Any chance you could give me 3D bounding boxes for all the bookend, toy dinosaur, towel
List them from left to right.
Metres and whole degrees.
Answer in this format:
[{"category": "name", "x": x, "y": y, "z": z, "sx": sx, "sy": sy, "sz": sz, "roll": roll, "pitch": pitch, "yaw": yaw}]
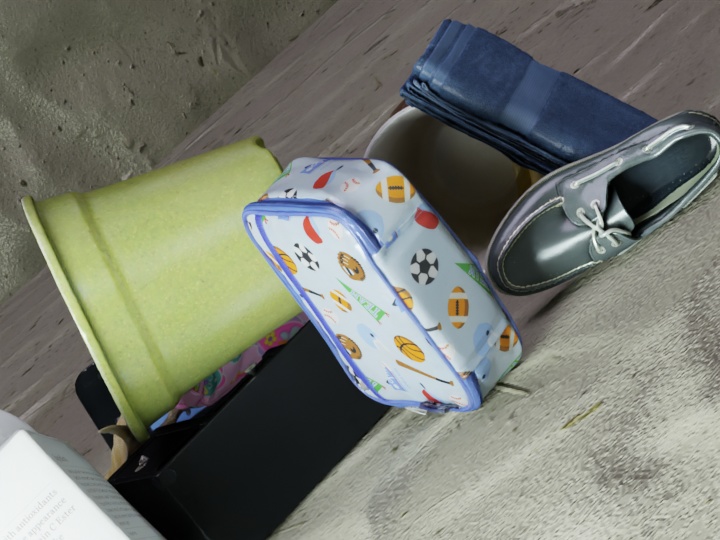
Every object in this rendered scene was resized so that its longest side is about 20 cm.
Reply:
[{"category": "toy dinosaur", "x": -0.185, "y": 0.141, "z": 1.623, "sx": 0.102, "sy": 0.058, "sz": 0.200, "roll": -63, "pitch": 3, "yaw": -26}, {"category": "bookend", "x": -0.102, "y": 0.133, "z": 1.507, "sx": 0.200, "sy": 0.092, "sz": 0.198, "roll": -44, "pitch": 13, "yaw": -28}, {"category": "towel", "x": 0.134, "y": -0.119, "z": 1.510, "sx": 0.112, "sy": 0.199, "sz": 0.049, "roll": -56, "pitch": -8, "yaw": -53}]

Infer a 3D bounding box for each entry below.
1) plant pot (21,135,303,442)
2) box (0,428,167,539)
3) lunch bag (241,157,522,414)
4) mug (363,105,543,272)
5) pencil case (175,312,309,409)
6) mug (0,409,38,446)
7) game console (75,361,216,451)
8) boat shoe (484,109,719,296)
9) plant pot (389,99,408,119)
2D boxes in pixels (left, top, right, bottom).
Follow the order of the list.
[{"category": "plant pot", "x": -0.127, "y": -0.003, "z": 1.475, "sx": 0.183, "sy": 0.202, "sz": 0.200, "roll": -26, "pitch": 11, "yaw": -6}, {"category": "box", "x": -0.237, "y": 0.223, "z": 1.329, "sx": 0.199, "sy": 0.131, "sz": 0.200, "roll": -45, "pitch": -6, "yaw": -4}, {"category": "lunch bag", "x": 0.013, "y": 0.015, "z": 1.363, "sx": 0.160, "sy": 0.201, "sz": 0.076, "roll": 3, "pitch": 42, "yaw": 52}, {"category": "mug", "x": 0.103, "y": -0.073, "z": 1.632, "sx": 0.153, "sy": 0.185, "sz": 0.150, "roll": -48, "pitch": -19, "yaw": -71}, {"category": "pencil case", "x": -0.078, "y": 0.047, "z": 1.629, "sx": 0.199, "sy": 0.088, "sz": 0.087, "roll": -21, "pitch": 0, "yaw": -36}, {"category": "mug", "x": -0.375, "y": 0.252, "z": 1.812, "sx": 0.176, "sy": 0.147, "sz": 0.201, "roll": -79, "pitch": 11, "yaw": -61}, {"category": "game console", "x": -0.151, "y": 0.103, "z": 1.717, "sx": 0.199, "sy": 0.176, "sz": 0.116, "roll": -37, "pitch": -16, "yaw": 7}, {"category": "boat shoe", "x": 0.175, "y": -0.047, "z": 1.401, "sx": 0.199, "sy": 0.073, "sz": 0.062, "roll": -33, "pitch": 9, "yaw": 3}, {"category": "plant pot", "x": 0.094, "y": -0.142, "z": 1.921, "sx": 0.200, "sy": 0.093, "sz": 0.201, "roll": -37, "pitch": 12, "yaw": 9}]
